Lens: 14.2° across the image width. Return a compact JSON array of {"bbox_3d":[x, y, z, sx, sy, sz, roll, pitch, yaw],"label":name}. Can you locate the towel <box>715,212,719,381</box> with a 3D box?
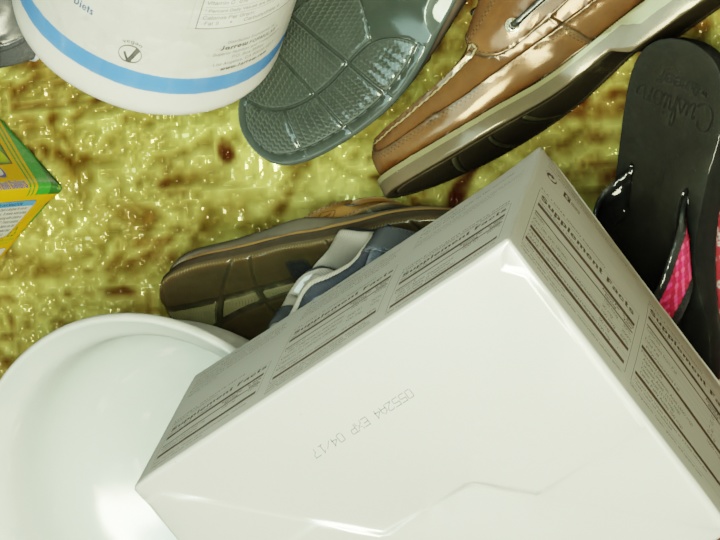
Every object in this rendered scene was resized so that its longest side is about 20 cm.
[{"bbox_3d":[0.221,0.054,1.321,0.144,0.022,0.201,-13,88,24],"label":"towel"}]

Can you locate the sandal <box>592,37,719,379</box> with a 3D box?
[{"bbox_3d":[0.129,-0.007,1.320,0.075,0.045,0.201,19,113,38],"label":"sandal"}]

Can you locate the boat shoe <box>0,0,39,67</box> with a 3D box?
[{"bbox_3d":[-0.208,-0.190,1.428,0.068,0.072,0.201,-19,81,-21],"label":"boat shoe"}]

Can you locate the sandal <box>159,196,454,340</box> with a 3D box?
[{"bbox_3d":[0.000,0.000,1.387,0.199,0.055,0.082,-8,124,26],"label":"sandal"}]

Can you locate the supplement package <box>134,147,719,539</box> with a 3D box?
[{"bbox_3d":[0.037,0.077,1.226,0.200,0.111,0.156,-33,103,22],"label":"supplement package"}]

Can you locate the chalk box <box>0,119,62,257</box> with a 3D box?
[{"bbox_3d":[-0.275,-0.067,1.454,0.200,0.124,0.124,47,109,11],"label":"chalk box"}]

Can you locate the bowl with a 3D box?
[{"bbox_3d":[-0.082,0.106,1.401,0.200,0.090,0.202,8,108,23],"label":"bowl"}]

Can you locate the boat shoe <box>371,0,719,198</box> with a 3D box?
[{"bbox_3d":[0.082,-0.109,1.341,0.200,0.072,0.068,-33,82,9],"label":"boat shoe"}]

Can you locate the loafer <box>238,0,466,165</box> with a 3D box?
[{"bbox_3d":[0.022,-0.128,1.367,0.072,0.063,0.200,47,113,16],"label":"loafer"}]

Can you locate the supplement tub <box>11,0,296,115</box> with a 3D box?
[{"bbox_3d":[-0.076,-0.179,1.282,0.132,0.132,0.200,36,137,15],"label":"supplement tub"}]

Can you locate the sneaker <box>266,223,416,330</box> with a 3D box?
[{"bbox_3d":[0.024,0.069,1.338,0.146,0.077,0.203,14,123,6],"label":"sneaker"}]
